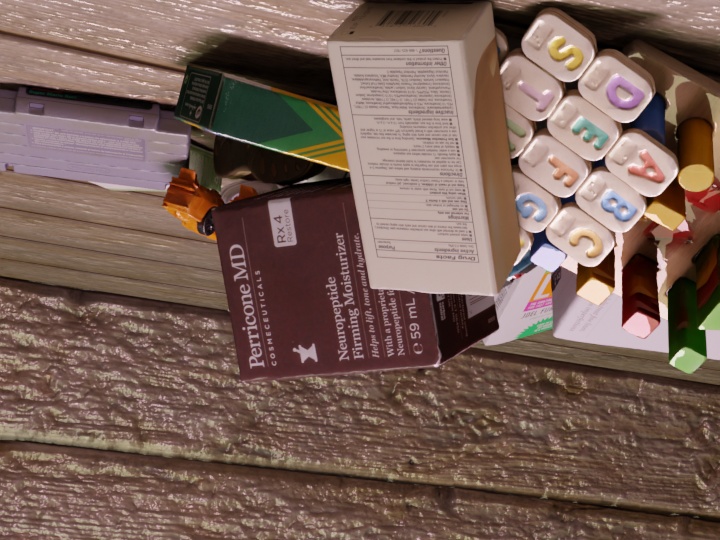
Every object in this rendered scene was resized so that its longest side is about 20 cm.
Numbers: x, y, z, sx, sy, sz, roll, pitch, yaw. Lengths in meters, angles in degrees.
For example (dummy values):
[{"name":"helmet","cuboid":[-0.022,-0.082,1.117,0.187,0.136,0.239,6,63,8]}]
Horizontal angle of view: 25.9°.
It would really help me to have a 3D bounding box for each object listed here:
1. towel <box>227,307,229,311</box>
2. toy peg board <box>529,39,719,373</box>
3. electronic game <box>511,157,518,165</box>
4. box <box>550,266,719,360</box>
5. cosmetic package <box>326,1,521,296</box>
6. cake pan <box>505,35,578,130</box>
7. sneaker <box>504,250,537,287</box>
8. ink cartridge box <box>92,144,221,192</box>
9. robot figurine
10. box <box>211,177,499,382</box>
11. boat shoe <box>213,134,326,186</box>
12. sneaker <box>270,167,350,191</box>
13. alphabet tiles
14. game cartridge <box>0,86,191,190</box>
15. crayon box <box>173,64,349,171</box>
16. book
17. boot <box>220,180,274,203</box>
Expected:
[{"name":"towel","cuboid":[-0.033,0.007,1.660,0.200,0.023,0.153,-12,-174,9]},{"name":"toy peg board","cuboid":[0.230,-0.033,1.174,0.199,0.098,0.200,26,129,-13]},{"name":"electronic game","cuboid":[0.164,-0.106,1.456,0.199,0.042,0.200,6,173,1]},{"name":"box","cuboid":[0.289,-0.027,1.371,0.200,0.131,0.199,8,150,-11]},{"name":"cosmetic package","cuboid":[0.049,-0.086,1.116,0.105,0.200,0.071,4,-148,22]},{"name":"cake pan","cuboid":[0.087,-0.146,1.234,0.200,0.037,0.200,6,172,1]},{"name":"sneaker","cuboid":[0.122,-0.065,1.340,0.079,0.096,0.200,-34,-166,15]},{"name":"ink cartridge box","cuboid":[-0.253,-0.123,1.665,0.145,0.048,0.200,3,174,23]},{"name":"robot figurine","cuboid":[-0.115,-0.048,1.615,0.145,0.058,0.200,18,176,21]},{"name":"box","cuboid":[0.000,0.000,1.426,0.200,0.166,0.164,-7,-173,25]},{"name":"boat shoe","cuboid":[-0.074,-0.116,1.496,0.067,0.072,0.200,5,-179,-28]},{"name":"sneaker","cuboid":[-0.062,-0.100,1.659,0.071,0.073,0.200,39,165,-17]},{"name":"alphabet tiles","cuboid":[0.121,-0.092,1.133,0.195,0.015,0.200,36,129,-1]},{"name":"game cartridge","cuboid":[-0.268,-0.130,1.552,0.199,0.038,0.130,7,151,-5]},{"name":"crayon box","cuboid":[-0.045,-0.120,1.327,0.200,0.052,0.126,14,-175,-21]},{"name":"book","cuboid":[0.203,-0.003,1.569,0.133,0.048,0.200,-15,152,-22]},{"name":"boot","cuboid":[-0.070,-0.075,1.834,0.200,0.074,0.095,1,171,-36]}]
